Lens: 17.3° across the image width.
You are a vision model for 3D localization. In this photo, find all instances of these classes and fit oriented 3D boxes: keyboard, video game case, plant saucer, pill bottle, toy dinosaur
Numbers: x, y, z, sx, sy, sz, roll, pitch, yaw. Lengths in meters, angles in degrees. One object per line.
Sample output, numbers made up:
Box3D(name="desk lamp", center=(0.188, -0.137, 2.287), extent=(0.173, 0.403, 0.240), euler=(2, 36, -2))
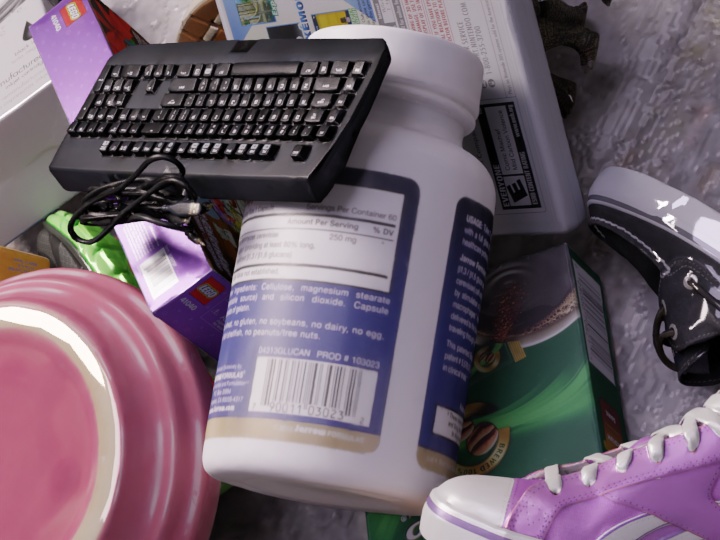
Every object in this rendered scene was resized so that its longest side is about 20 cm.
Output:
Box3D(name="keyboard", center=(-0.077, -0.063, 1.033), extent=(0.199, 0.040, 0.105), euler=(3, 66, 50))
Box3D(name="video game case", center=(0.008, -0.110, 1.120), extent=(0.181, 0.201, 0.022), euler=(-2, 20, 42))
Box3D(name="plant saucer", center=(-0.159, 0.094, 1.099), extent=(0.199, 0.051, 0.202), euler=(-9, 71, 28))
Box3D(name="pill bottle", center=(0.000, 0.000, 1.038), extent=(0.110, 0.111, 0.202), euler=(3, 77, 31))
Box3D(name="toy dinosaur", center=(0.065, -0.127, 1.132), extent=(0.101, 0.200, 0.078), euler=(12, 79, -5))

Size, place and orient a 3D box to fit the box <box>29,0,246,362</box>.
Box3D(name="box", center=(-0.083, -0.034, 1.164), extent=(0.039, 0.137, 0.201), euler=(-35, 53, 11))

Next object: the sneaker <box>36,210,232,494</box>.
Box3D(name="sneaker", center=(-0.129, 0.046, 1.189), extent=(0.084, 0.077, 0.201), euler=(-39, 48, 10))

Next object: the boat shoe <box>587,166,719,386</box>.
Box3D(name="boat shoe", center=(0.164, 0.026, 1.037), extent=(0.200, 0.070, 0.066), euler=(37, 85, 31))

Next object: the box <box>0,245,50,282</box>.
Box3D(name="box", center=(-0.204, 0.100, 1.191), extent=(0.119, 0.041, 0.202), euler=(-19, 68, 41))

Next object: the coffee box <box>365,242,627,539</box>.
Box3D(name="coffee box", center=(0.062, 0.096, 1.068), extent=(0.122, 0.044, 0.201), euler=(-18, 58, 21))

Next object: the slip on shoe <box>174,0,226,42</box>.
Box3D(name="slip on shoe", center=(-0.029, -0.153, 1.206), extent=(0.200, 0.076, 0.061), euler=(-47, 8, 51))

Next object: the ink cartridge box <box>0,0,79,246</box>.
Box3D(name="ink cartridge box", center=(-0.204, -0.107, 1.292), extent=(0.116, 0.067, 0.201), euler=(-35, 39, 9))

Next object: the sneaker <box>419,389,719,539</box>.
Box3D(name="sneaker", center=(0.127, 0.076, 0.960), extent=(0.199, 0.073, 0.115), euler=(6, 97, 0))
